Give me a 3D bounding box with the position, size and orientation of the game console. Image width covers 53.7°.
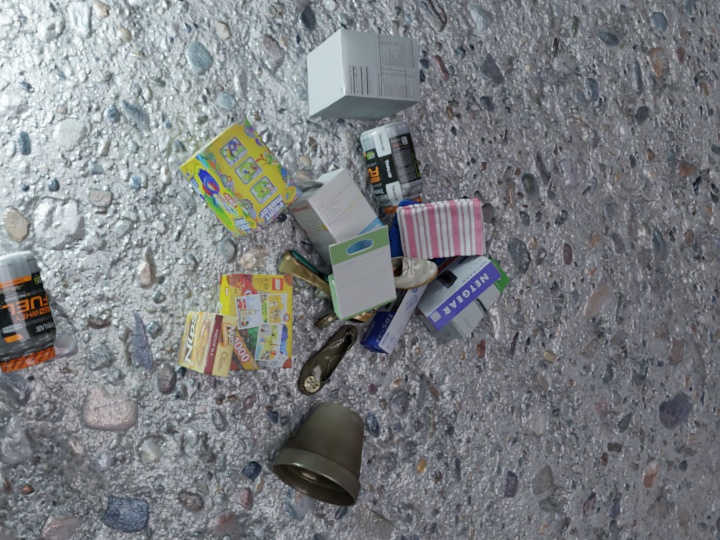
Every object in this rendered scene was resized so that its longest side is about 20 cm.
[{"bbox_3d":[0.157,-0.096,1.735,0.117,0.202,0.170,31,39,17],"label":"game console"}]

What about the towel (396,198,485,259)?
[{"bbox_3d":[0.187,-0.091,1.649,0.196,0.030,0.148,-5,124,11],"label":"towel"}]

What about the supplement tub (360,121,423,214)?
[{"bbox_3d":[0.079,-0.244,1.706,0.121,0.122,0.203,-18,96,-27],"label":"supplement tub"}]

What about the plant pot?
[{"bbox_3d":[-0.074,0.397,1.579,0.199,0.199,0.175,37,55,-22],"label":"plant pot"}]

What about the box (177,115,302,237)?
[{"bbox_3d":[-0.252,-0.187,1.479,0.122,0.199,0.193,-45,107,-22],"label":"box"}]

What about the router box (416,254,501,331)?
[{"bbox_3d":[0.221,0.037,1.707,0.199,0.180,0.049,-41,108,0],"label":"router box"}]

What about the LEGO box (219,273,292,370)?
[{"bbox_3d":[-0.228,0.111,1.551,0.147,0.077,0.204,1,88,-28],"label":"LEGO box"}]

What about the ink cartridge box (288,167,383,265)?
[{"bbox_3d":[-0.062,-0.131,1.621,0.125,0.128,0.201,-41,108,-23],"label":"ink cartridge box"}]

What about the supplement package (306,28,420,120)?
[{"bbox_3d":[0.004,-0.442,1.633,0.197,0.190,0.150,-3,89,-29],"label":"supplement package"}]

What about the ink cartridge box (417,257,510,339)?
[{"bbox_3d":[0.256,0.070,1.778,0.083,0.146,0.200,48,67,-17],"label":"ink cartridge box"}]

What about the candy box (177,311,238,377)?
[{"bbox_3d":[-0.310,0.145,1.435,0.055,0.199,0.118,15,81,-28],"label":"candy box"}]

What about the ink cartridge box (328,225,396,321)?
[{"bbox_3d":[0.000,0.000,1.567,0.144,0.048,0.203,-20,124,-16],"label":"ink cartridge box"}]

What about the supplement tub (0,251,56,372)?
[{"bbox_3d":[-0.635,0.075,1.306,0.121,0.122,0.203,-18,97,-27],"label":"supplement tub"}]

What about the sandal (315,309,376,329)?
[{"bbox_3d":[-0.011,0.103,1.668,0.198,0.080,0.055,-24,86,-21],"label":"sandal"}]

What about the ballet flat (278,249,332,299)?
[{"bbox_3d":[-0.104,0.025,1.641,0.199,0.069,0.063,35,101,-20],"label":"ballet flat"}]

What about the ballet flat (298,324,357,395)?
[{"bbox_3d":[-0.070,0.206,1.651,0.068,0.046,0.200,48,68,-18],"label":"ballet flat"}]

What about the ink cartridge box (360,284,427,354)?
[{"bbox_3d":[0.082,0.102,1.711,0.044,0.094,0.202,36,72,-22],"label":"ink cartridge box"}]

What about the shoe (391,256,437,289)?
[{"bbox_3d":[0.083,0.006,1.674,0.196,0.054,0.071,-8,62,11],"label":"shoe"}]
